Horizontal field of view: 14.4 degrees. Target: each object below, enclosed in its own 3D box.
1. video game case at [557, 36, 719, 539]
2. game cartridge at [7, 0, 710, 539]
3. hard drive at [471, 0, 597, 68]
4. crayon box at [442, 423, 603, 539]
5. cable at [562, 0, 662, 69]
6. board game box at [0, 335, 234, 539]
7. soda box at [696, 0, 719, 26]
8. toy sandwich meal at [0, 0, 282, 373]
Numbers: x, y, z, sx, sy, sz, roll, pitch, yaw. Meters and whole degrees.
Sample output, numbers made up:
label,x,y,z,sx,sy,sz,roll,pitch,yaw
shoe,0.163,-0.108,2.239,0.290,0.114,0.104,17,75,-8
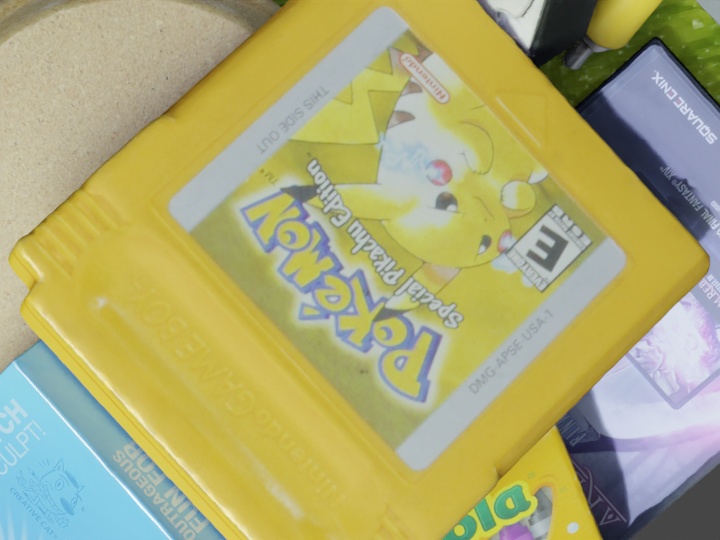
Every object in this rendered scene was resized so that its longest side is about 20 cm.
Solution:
label,x,y,z,sx,sy,sz,roll,pitch,yaw
video game case,0.089,0.027,1.123,0.200,0.019,0.143,-42,90,10
game cartridge,0.000,0.000,1.003,0.176,0.032,0.200,47,68,-1
hard drive,0.016,-0.180,1.023,0.038,0.140,0.200,-34,71,-23
crayon box,0.032,0.127,1.072,0.126,0.052,0.200,-27,119,-6
cable,0.119,-0.150,1.035,0.200,0.050,0.097,-27,85,43
board game box,-0.119,0.131,1.043,0.153,0.040,0.200,48,127,1
soda box,0.204,-0.055,1.013,0.063,0.200,0.068,-46,134,10
toy sandwich meal,-0.087,-0.028,1.065,0.205,0.070,0.205,0,93,-3
